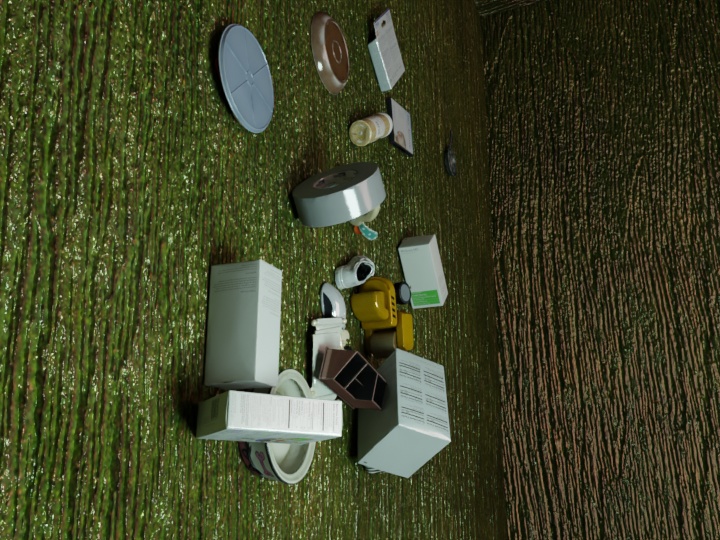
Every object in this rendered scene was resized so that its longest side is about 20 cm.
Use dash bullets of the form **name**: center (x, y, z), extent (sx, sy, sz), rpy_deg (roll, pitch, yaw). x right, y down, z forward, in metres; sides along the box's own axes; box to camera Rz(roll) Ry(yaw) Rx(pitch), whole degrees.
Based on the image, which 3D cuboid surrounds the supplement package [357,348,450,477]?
- **supplement package**: center (0.097, 0.336, 1.702), extent (0.144, 0.192, 0.204), rpy_deg (21, 43, -21)

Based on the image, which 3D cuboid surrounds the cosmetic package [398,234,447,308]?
- **cosmetic package**: center (0.193, 0.003, 2.232), extent (0.085, 0.105, 0.205), rpy_deg (-53, 131, -59)

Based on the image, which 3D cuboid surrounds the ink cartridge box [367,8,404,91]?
- **ink cartridge box**: center (0.075, -0.678, 2.232), extent (0.201, 0.039, 0.205), rpy_deg (-61, 139, -56)

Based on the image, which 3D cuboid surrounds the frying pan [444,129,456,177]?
- **frying pan**: center (0.354, -0.467, 2.894), extent (0.114, 0.030, 0.196), rpy_deg (-12, 92, -69)

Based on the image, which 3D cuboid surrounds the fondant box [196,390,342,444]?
- **fondant box**: center (-0.146, 0.237, 1.157), extent (0.195, 0.143, 0.060), rpy_deg (12, 67, -29)

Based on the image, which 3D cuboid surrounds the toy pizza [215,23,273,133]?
- **toy pizza**: center (-0.224, -0.365, 1.394), extent (0.199, 0.031, 0.207), rpy_deg (-7, 90, -70)

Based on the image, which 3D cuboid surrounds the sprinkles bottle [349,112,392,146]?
- **sprinkles bottle**: center (0.030, -0.390, 2.000), extent (0.200, 0.066, 0.070), rpy_deg (-42, 122, -64)

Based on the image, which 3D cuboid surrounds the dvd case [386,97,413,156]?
- **dvd case**: center (0.129, -0.457, 2.337), extent (0.199, 0.017, 0.147), rpy_deg (10, 74, -68)

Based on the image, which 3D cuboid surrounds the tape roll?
- **tape roll**: center (-0.046, -0.166, 1.565), extent (0.201, 0.195, 0.068), rpy_deg (-57, 134, -58)

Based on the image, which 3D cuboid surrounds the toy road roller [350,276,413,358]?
- **toy road roller**: center (0.046, 0.119, 1.839), extent (0.144, 0.120, 0.207), rpy_deg (5, 78, -53)

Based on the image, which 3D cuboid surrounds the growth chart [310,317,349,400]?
- **growth chart**: center (-0.070, 0.200, 1.584), extent (0.143, 0.017, 0.207), rpy_deg (17, 73, -55)

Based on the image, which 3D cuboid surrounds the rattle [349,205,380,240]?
- **rattle**: center (-0.026, -0.130, 1.789), extent (0.203, 0.127, 0.144), rpy_deg (99, 18, -44)

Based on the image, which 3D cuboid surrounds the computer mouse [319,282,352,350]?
- **computer mouse**: center (-0.052, 0.128, 1.673), extent (0.109, 0.043, 0.206), rpy_deg (-26, 109, -66)

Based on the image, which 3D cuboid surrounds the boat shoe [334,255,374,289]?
- **boat shoe**: center (0.000, 0.000, 1.809), extent (0.199, 0.067, 0.074), rpy_deg (-10, 93, -68)

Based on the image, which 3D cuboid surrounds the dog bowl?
- **dog bowl**: center (-0.154, 0.286, 1.331), extent (0.199, 0.072, 0.207), rpy_deg (-8, 90, -68)

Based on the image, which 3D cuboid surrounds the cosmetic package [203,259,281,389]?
- **cosmetic package**: center (-0.198, 0.094, 1.231), extent (0.085, 0.105, 0.206), rpy_deg (32, 56, -64)

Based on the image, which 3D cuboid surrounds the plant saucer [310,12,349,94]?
- **plant saucer**: center (-0.070, -0.552, 1.841), extent (0.199, 0.031, 0.207), rpy_deg (-7, 90, -68)

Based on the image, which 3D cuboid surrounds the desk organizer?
- **desk organizer**: center (-0.012, 0.239, 1.584), extent (0.201, 0.075, 0.074), rpy_deg (52, 45, -54)

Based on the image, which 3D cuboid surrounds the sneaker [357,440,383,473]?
- **sneaker**: center (0.049, 0.428, 1.833), extent (0.201, 0.074, 0.118), rpy_deg (-51, 139, -51)
